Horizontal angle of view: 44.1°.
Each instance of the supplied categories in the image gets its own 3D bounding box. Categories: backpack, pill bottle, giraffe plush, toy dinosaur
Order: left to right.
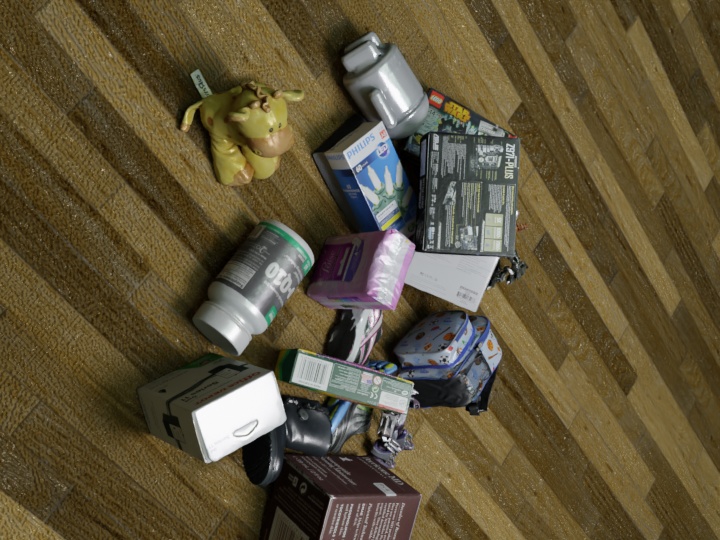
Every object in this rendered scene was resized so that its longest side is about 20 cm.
[{"bbox_3d":[-0.171,0.027,1.414,0.113,0.112,0.201,48,66,-30],"label":"pill bottle"},{"bbox_3d":[-0.162,-0.231,1.367,0.200,0.161,0.174,46,67,-31],"label":"giraffe plush"},{"bbox_3d":[0.164,0.161,1.653,0.190,0.198,0.156,-38,117,-43],"label":"backpack"},{"bbox_3d":[0.268,-0.042,1.770,0.198,0.102,0.137,-30,95,-10],"label":"toy dinosaur"}]

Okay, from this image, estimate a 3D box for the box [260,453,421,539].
[{"bbox_3d":[-0.035,0.420,1.504,0.197,0.165,0.167,10,99,-38],"label":"box"}]

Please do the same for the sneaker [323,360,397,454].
[{"bbox_3d":[-0.006,0.241,1.592,0.200,0.070,0.083,-48,124,-18],"label":"sneaker"}]

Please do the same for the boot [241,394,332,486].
[{"bbox_3d":[-0.112,0.274,1.447,0.167,0.202,0.077,25,119,-34],"label":"boot"}]

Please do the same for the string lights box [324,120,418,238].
[{"bbox_3d":[0.028,-0.142,1.534,0.103,0.058,0.202,-41,117,-28],"label":"string lights box"}]

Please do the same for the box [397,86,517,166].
[{"bbox_3d":[0.185,-0.233,1.667,0.197,0.040,0.139,27,76,-10],"label":"box"}]

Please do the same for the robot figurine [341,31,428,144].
[{"bbox_3d":[0.046,-0.312,1.552,0.201,0.112,0.171,52,30,-27],"label":"robot figurine"}]

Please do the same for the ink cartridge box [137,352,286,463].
[{"bbox_3d":[-0.224,0.200,1.331,0.145,0.198,0.085,-25,108,-33],"label":"ink cartridge box"}]

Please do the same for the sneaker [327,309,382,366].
[{"bbox_3d":[0.008,0.081,1.593,0.086,0.080,0.203,28,84,-48],"label":"sneaker"}]

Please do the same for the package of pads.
[{"bbox_3d":[0.000,0.000,1.491,0.075,0.199,0.122,30,72,-30],"label":"package of pads"}]

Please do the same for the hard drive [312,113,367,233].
[{"bbox_3d":[0.011,-0.162,1.584,0.135,0.042,0.202,-45,119,-26],"label":"hard drive"}]

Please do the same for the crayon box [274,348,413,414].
[{"bbox_3d":[-0.033,0.181,1.456,0.197,0.172,0.059,18,80,-12],"label":"crayon box"}]

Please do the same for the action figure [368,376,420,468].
[{"bbox_3d":[0.064,0.276,1.588,0.131,0.068,0.202,-55,162,-34],"label":"action figure"}]

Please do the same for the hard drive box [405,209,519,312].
[{"bbox_3d":[0.177,-0.051,1.625,0.154,0.077,0.203,22,102,-6],"label":"hard drive box"}]

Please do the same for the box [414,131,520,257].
[{"bbox_3d":[0.181,-0.128,1.522,0.160,0.086,0.204,2,90,-7],"label":"box"}]
